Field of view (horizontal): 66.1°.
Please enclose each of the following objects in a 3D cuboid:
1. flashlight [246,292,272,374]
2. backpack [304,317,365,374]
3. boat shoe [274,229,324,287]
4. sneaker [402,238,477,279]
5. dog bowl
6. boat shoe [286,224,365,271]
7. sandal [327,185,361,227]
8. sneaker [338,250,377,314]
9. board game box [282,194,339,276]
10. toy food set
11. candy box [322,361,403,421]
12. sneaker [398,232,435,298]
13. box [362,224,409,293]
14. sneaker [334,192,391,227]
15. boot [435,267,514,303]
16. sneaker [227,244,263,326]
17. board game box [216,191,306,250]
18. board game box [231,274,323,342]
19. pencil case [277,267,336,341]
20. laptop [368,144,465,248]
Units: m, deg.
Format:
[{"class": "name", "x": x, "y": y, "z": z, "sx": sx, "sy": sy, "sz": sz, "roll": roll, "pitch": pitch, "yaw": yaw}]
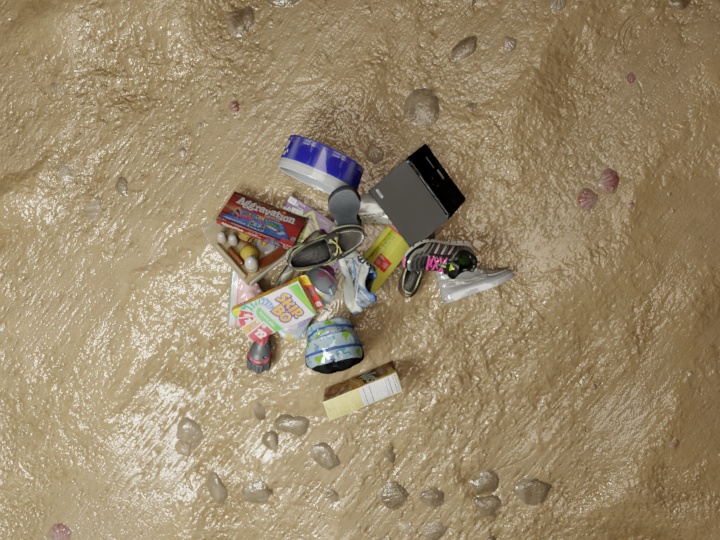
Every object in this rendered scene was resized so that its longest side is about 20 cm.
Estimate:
[{"class": "flashlight", "x": -0.241, "y": 0.156, "z": 1.354, "sx": 0.067, "sy": 0.068, "sz": 0.204, "roll": -13, "pitch": 130, "yaw": -35}, {"class": "backpack", "x": -0.067, "y": 0.187, "z": 1.338, "sx": 0.158, "sy": 0.200, "sz": 0.159, "roll": -6, "pitch": 93, "yaw": 0}, {"class": "boat shoe", "x": -0.137, "y": -0.015, "z": 1.365, "sx": 0.071, "sy": 0.076, "sz": 0.201, "roll": 34, "pitch": 121, "yaw": -8}, {"class": "sneaker", "x": 0.197, "y": -0.023, "z": 1.320, "sx": 0.194, "sy": 0.088, "sz": 0.075, "roll": -5, "pitch": 125, "yaw": -21}, {"class": "dog bowl", "x": -0.093, "y": -0.241, "z": 1.307, "sx": 0.195, "sy": 0.200, "sz": 0.081, "roll": 23, "pitch": 90, "yaw": -3}, {"class": "boat shoe", "x": -0.076, "y": -0.048, "z": 1.278, "sx": 0.196, "sy": 0.061, "sz": 0.073, "roll": -22, "pitch": 105, "yaw": -4}, {"class": "sandal", "x": -0.035, "y": -0.144, "z": 1.269, "sx": 0.074, "sy": 0.201, "sz": 0.044, "roll": -2, "pitch": 69, "yaw": 1}, {"class": "sneaker", "x": 0.000, "y": 0.000, "z": 1.332, "sx": 0.083, "sy": 0.077, "sz": 0.205, "roll": -19, "pitch": 66, "yaw": 18}, {"class": "board game box", "x": -0.123, "y": -0.087, "z": 1.403, "sx": 0.197, "sy": 0.032, "sz": 0.122, "roll": 32, "pitch": 90, "yaw": -3}, {"class": "toy food set", "x": -0.267, "y": -0.072, "z": 1.332, "sx": 0.143, "sy": 0.061, "sz": 0.200, "roll": -38, "pitch": 69, "yaw": -22}, {"class": "candy box", "x": 0.005, "y": 0.300, "z": 1.389, "sx": 0.195, "sy": 0.115, "sz": 0.057, "roll": -23, "pitch": 95, "yaw": 0}, {"class": "sneaker", "x": 0.148, "y": -0.028, "z": 1.390, "sx": 0.068, "sy": 0.076, "sz": 0.206, "roll": 14, "pitch": 94, "yaw": -2}, {"class": "box", "x": 0.054, "y": -0.030, "z": 1.384, "sx": 0.201, "sy": 0.075, "sz": 0.050, "roll": -50, "pitch": 134, "yaw": 3}, {"class": "sneaker", "x": 0.031, "y": -0.143, "z": 1.365, "sx": 0.196, "sy": 0.073, "sz": 0.086, "roll": -28, "pitch": 66, "yaw": -4}, {"class": "boot", "x": 0.288, "y": 0.007, "z": 1.401, "sx": 0.195, "sy": 0.074, "sz": 0.098, "roll": -19, "pitch": 86, "yaw": -7}, {"class": "sneaker", "x": -0.277, "y": 0.040, "z": 1.389, "sx": 0.101, "sy": 0.075, "sz": 0.207, "roll": 4, "pitch": 86, "yaw": -17}, {"class": "board game box", "x": -0.237, "y": -0.120, "z": 1.337, "sx": 0.195, "sy": 0.020, "sz": 0.104, "roll": 20, "pitch": 49, "yaw": 3}, {"class": "board game box", "x": -0.190, "y": 0.089, "z": 1.272, "sx": 0.196, "sy": 0.030, "sz": 0.097, "roll": -25, "pitch": 115, "yaw": 9}, {"class": "pencil case", "x": -0.136, "y": 0.085, "z": 1.344, "sx": 0.091, "sy": 0.082, "sz": 0.201, "roll": 52, "pitch": 126, "yaw": 21}, {"class": "laptop", "x": 0.146, "y": -0.187, "z": 1.365, "sx": 0.103, "sy": 0.200, "sz": 0.179, "roll": -34, "pitch": 97, "yaw": 39}]
